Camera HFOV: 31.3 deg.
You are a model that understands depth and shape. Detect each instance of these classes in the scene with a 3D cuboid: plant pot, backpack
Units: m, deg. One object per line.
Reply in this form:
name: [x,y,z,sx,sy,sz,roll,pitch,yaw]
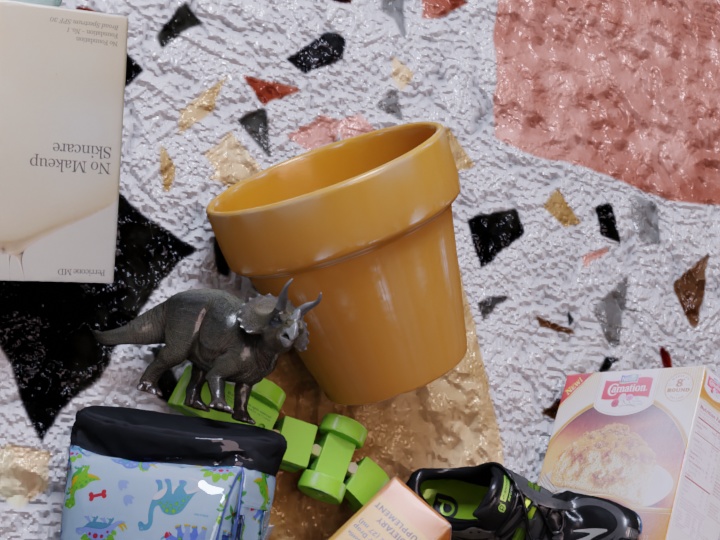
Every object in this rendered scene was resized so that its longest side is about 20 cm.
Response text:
plant pot: [0.000,0.000,1.040,0.200,0.200,0.184,-29,107,-31]
backpack: [-0.148,0.209,0.918,0.163,0.154,0.200,9,92,7]

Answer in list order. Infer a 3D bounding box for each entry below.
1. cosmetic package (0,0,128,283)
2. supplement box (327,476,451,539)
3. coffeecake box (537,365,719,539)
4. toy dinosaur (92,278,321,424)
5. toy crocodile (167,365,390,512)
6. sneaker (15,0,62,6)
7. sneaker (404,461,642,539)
cosmetic package: [-0.236,-0.093,0.957,0.103,0.073,0.200,0,94,-30]
supplement box: [-0.019,0.256,0.993,0.067,0.069,0.200,39,68,22]
coffeecake box: [0.234,0.190,1.117,0.073,0.153,0.200,36,61,-32]
toy dinosaur: [-0.111,0.055,0.976,0.077,0.200,0.102,32,72,-52]
toy crocodile: [-0.062,0.138,1.036,0.200,0.062,0.068,27,65,-15]
sneaker: [-0.325,-0.229,0.978,0.200,0.074,0.118,35,69,-27]
sneaker: [0.128,0.202,1.050,0.199,0.083,0.071,9,66,17]
